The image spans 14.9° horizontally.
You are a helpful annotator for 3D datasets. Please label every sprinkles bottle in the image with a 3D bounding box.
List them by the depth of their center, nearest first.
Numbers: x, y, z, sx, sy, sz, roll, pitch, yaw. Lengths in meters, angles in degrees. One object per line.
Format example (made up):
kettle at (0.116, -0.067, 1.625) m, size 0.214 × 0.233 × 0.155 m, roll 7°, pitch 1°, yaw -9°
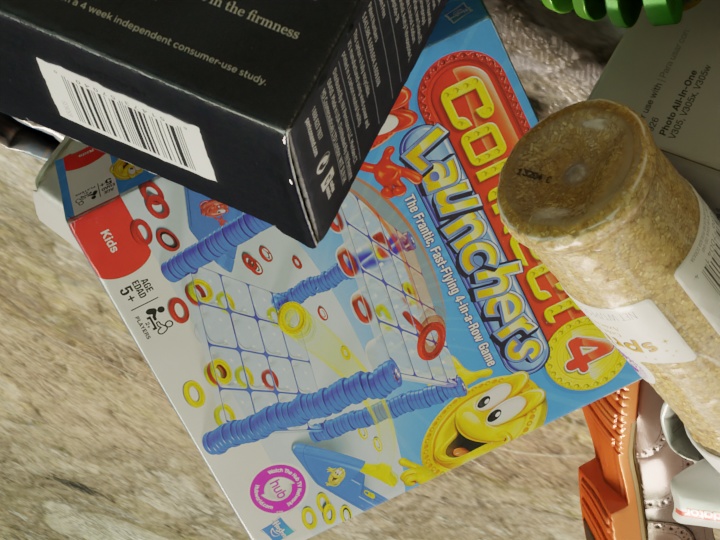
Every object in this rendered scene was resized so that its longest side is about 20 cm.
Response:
sprinkles bottle at (0.129, 0.013, 1.107) m, size 0.068 × 0.068 × 0.200 m, roll 11°, pitch 155°, yaw 41°

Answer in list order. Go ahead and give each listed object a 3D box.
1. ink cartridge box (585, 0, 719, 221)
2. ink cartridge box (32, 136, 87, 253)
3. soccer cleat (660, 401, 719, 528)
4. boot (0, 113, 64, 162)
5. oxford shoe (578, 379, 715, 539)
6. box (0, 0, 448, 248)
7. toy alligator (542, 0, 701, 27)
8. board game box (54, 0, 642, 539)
ink cartridge box at (0.200, -0.029, 1.137) m, size 0.200 × 0.084 × 0.146 m, roll 22°, pitch 161°, yaw 20°
ink cartridge box at (-0.038, -0.030, 1.327) m, size 0.200 × 0.145 × 0.088 m, roll 36°, pitch 168°, yaw 1°
soccer cleat at (0.180, 0.053, 1.255) m, size 0.085 × 0.200 × 0.069 m, roll -2°, pitch 122°, yaw 9°
boot at (-0.189, -0.125, 1.422) m, size 0.200 × 0.096 × 0.074 m, roll 33°, pitch 161°, yaw -16°
oxford shoe at (0.150, 0.069, 1.378) m, size 0.071 × 0.073 × 0.200 m, roll -116°, pitch 19°, yaw -53°
box at (-0.040, -0.136, 1.006) m, size 0.148 × 0.200 × 0.104 m, roll 24°, pitch 162°, yaw 14°
toy alligator at (0.071, -0.131, 1.093) m, size 0.200 × 0.054 × 0.059 m, roll 17°, pitch 159°, yaw 29°
board game box at (0.000, 0.000, 1.195) m, size 0.200 × 0.195 × 0.056 m, roll 62°, pitch -176°, yaw -30°
